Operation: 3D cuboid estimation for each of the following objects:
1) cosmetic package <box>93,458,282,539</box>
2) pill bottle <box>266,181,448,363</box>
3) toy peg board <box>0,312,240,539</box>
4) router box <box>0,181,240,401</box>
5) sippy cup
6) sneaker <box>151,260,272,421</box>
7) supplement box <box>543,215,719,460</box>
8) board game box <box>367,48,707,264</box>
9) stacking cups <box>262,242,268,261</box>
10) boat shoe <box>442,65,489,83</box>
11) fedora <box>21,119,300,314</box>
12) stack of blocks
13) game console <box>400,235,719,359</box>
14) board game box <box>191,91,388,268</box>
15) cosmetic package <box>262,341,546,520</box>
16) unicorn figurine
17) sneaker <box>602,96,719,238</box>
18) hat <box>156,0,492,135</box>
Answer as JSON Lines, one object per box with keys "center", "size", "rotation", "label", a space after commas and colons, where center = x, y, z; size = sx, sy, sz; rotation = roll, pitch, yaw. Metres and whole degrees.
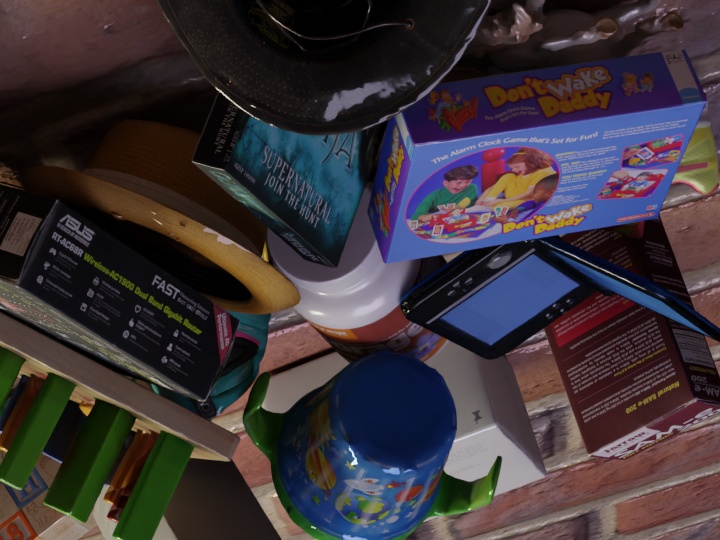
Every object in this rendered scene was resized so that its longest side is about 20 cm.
{"center": [-0.134, 0.196, 1.669], "size": [0.090, 0.200, 0.107], "rotation": [-4, 121, -27], "label": "cosmetic package"}
{"center": [0.000, 0.000, 1.627], "size": [0.112, 0.113, 0.200], "rotation": [-21, 157, 9], "label": "pill bottle"}
{"center": [-0.211, 0.114, 1.529], "size": [0.199, 0.098, 0.199], "rotation": [29, 169, -13], "label": "toy peg board"}
{"center": [-0.194, 0.007, 1.420], "size": [0.149, 0.062, 0.200], "rotation": [14, 165, 39], "label": "router box"}
{"center": [0.010, 0.127, 1.644], "size": [0.177, 0.140, 0.130], "rotation": [-13, 159, -21], "label": "sippy cup"}
{"center": [-0.154, 0.065, 1.638], "size": [0.199, 0.121, 0.084], "rotation": [-11, -163, -23], "label": "sneaker"}
{"center": [0.205, 0.037, 1.744], "size": [0.109, 0.201, 0.061], "rotation": [-31, 154, 31], "label": "supplement box"}
{"center": [0.113, -0.074, 1.437], "size": [0.199, 0.045, 0.135], "rotation": [-9, 149, -15], "label": "board game box"}
{"center": [-0.168, -0.010, 1.571], "size": [0.199, 0.061, 0.061], "rotation": [-9, 157, -7], "label": "stacking cups"}
{"center": [0.065, -0.095, 1.518], "size": [0.072, 0.068, 0.200], "rotation": [7, 158, 4], "label": "boat shoe"}
{"center": [-0.119, -0.043, 1.432], "size": [0.200, 0.082, 0.201], "rotation": [21, 165, 6], "label": "fedora"}
{"center": [-0.248, 0.153, 1.798], "size": [0.200, 0.115, 0.059], "rotation": [-37, 157, 0], "label": "stack of blocks"}
{"center": [0.152, 0.038, 1.608], "size": [0.170, 0.119, 0.200], "rotation": [-35, 156, 13], "label": "game console"}
{"center": [-0.035, -0.094, 1.368], "size": [0.028, 0.136, 0.200], "rotation": [16, 170, 22], "label": "board game box"}
{"center": [0.039, 0.143, 1.973], "size": [0.199, 0.123, 0.200], "rotation": [-21, 159, 10], "label": "cosmetic package"}
{"center": [0.149, -0.148, 1.463], "size": [0.199, 0.074, 0.137], "rotation": [18, 149, -32], "label": "unicorn figurine"}
{"center": [0.173, -0.058, 1.618], "size": [0.199, 0.091, 0.078], "rotation": [-21, -171, 12], "label": "sneaker"}
{"center": [-0.013, -0.180, 1.217], "size": [0.200, 0.201, 0.081], "rotation": [-25, -164, 20], "label": "hat"}
